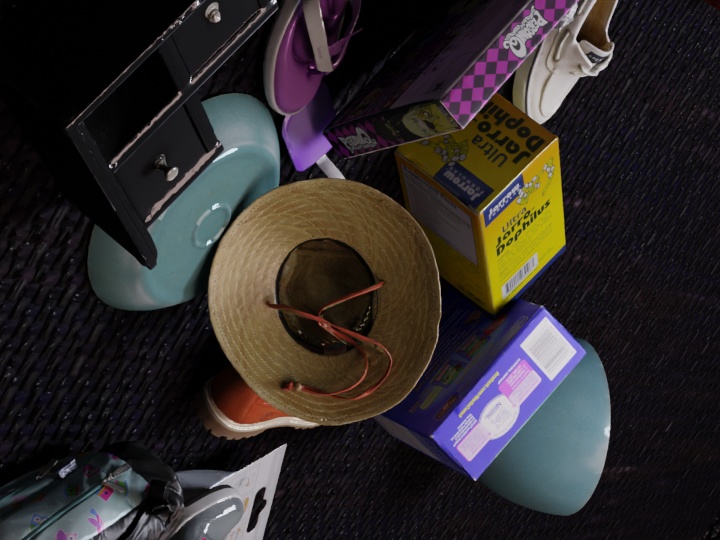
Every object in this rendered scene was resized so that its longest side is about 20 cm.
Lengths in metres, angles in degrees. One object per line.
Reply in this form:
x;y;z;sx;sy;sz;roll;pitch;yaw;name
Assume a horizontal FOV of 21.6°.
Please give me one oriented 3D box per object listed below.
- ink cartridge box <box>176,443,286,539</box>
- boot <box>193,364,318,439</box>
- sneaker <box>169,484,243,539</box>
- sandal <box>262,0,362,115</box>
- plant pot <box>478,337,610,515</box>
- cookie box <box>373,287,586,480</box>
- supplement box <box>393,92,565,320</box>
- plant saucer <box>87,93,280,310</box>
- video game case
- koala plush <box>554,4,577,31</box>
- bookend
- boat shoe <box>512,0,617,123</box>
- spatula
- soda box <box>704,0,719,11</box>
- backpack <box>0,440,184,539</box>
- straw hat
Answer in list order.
-0.166;0.248;1.771;0.200;0.057;0.163;-33;149;-44;ink cartridge box
-0.048;0.091;1.698;0.107;0.075;0.199;-43;163;34;boot
-0.150;0.286;1.652;0.200;0.120;0.084;-41;153;-24;sneaker
-0.023;-0.197;1.431;0.082;0.050;0.204;-23;142;-46;sandal
0.175;0.170;2.117;0.134;0.201;0.201;6;126;-20;plant pot
0.104;0.103;1.869;0.171;0.200;0.075;-48;112;-10;cookie box
0.116;-0.064;1.768;0.109;0.109;0.200;-44;154;-16;supplement box
-0.126;-0.043;1.472;0.200;0.036;0.201;-40;152;-26;plant saucer
0.081;-0.175;1.500;0.200;0.036;0.181;-48;-160;-25;video game case
0.203;-0.294;1.574;0.177;0.184;0.200;-44;165;-15;koala plush
-0.131;-0.137;1.276;0.199;0.092;0.200;-46;155;-14;bookend
0.202;-0.213;1.768;0.071;0.070;0.201;-24;143;-45;boat shoe
-0.013;-0.062;1.572;0.056;0.020;0.201;-41;121;-24;spatula
0.430;-0.362;1.970;0.070;0.063;0.201;-19;139;-49;soda box
-0.249;0.235;1.518;0.199;0.126;0.168;-28;141;-42;backpack
-0.028;0.017;1.533;0.202;0.200;0.085;-57;-173;10;straw hat
